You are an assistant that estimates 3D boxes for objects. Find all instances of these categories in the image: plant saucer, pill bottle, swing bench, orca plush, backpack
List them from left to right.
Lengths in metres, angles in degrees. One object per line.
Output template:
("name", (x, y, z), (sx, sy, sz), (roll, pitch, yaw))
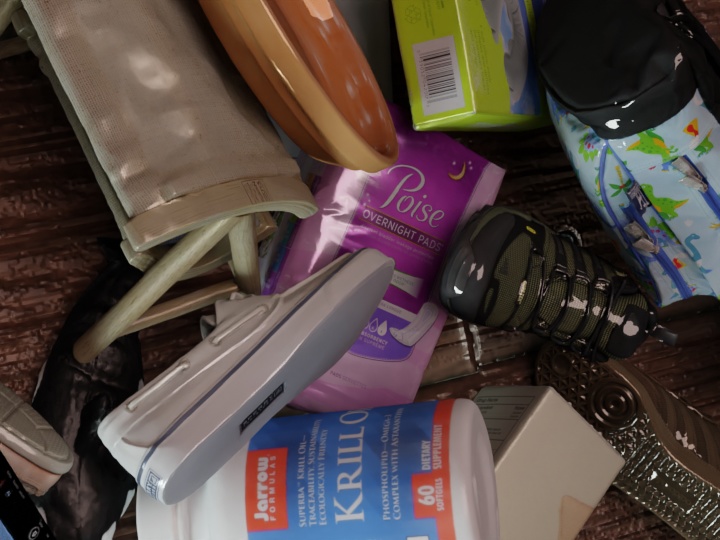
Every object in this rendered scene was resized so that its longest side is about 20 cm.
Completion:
("orca plush", (-0.144, 0.078, 1.059), (0.105, 0.071, 0.201), (31, 73, -19))
("swing bench", (-0.124, -0.085, 0.986), (0.129, 0.200, 0.200), (-21, 77, -25))
("plant saucer", (-0.045, -0.137, 0.985), (0.037, 0.200, 0.201), (-30, 100, 11))
("pill bottle", (-0.024, 0.139, 1.047), (0.198, 0.112, 0.114), (-8, 88, 11))
("backpack", (0.192, -0.073, 1.116), (0.199, 0.164, 0.154), (33, 109, -30))

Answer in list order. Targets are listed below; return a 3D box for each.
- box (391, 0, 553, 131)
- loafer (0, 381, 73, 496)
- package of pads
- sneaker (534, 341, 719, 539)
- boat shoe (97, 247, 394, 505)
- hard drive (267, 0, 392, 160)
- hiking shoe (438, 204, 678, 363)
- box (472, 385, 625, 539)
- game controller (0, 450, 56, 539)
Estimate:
("box", (0.079, -0.150, 1.132), (0.200, 0.047, 0.123), (-9, 89, -65))
("loafer", (-0.255, 0.069, 1.009), (0.199, 0.072, 0.063), (37, 97, -4))
("package of pads", (0.000, 0.000, 1.114), (0.120, 0.076, 0.202), (24, 87, -26))
("sneaker", (0.199, 0.113, 1.226), (0.200, 0.070, 0.076), (46, 30, -1))
("boat shoe", (-0.063, 0.043, 1.018), (0.065, 0.074, 0.200), (38, 58, 19))
("hard drive", (-0.043, -0.151, 1.151), (0.131, 0.027, 0.202), (-1, 86, -25))
("hiking shoe", (0.127, 0.012, 1.110), (0.199, 0.100, 0.076), (7, 103, -56))
("box", (0.069, 0.172, 1.138), (0.078, 0.095, 0.201), (43, 71, -16))
("game controller", (-0.212, 0.169, 0.977), (0.104, 0.042, 0.201), (-39, 145, -18))
